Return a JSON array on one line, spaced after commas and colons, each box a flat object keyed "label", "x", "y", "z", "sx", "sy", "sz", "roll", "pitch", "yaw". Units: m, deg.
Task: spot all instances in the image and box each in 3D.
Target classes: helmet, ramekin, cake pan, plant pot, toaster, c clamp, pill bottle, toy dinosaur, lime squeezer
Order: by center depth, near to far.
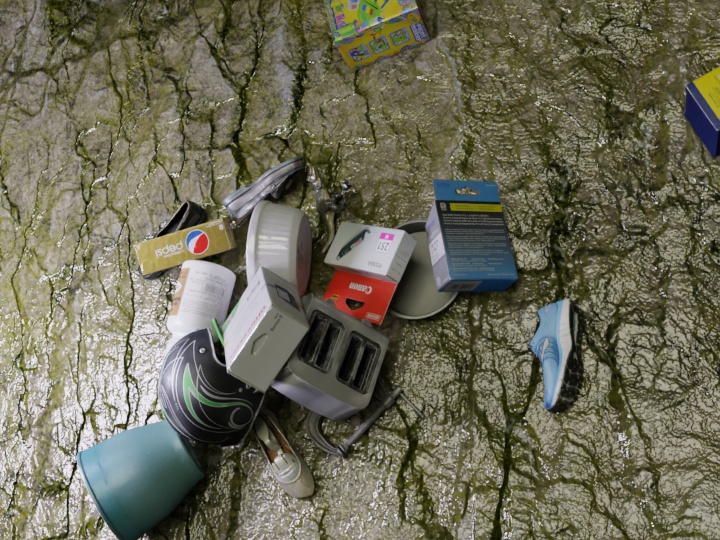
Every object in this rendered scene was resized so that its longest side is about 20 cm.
[{"label": "toaster", "x": -0.065, "y": 0.163, "z": 1.600, "sx": 0.179, "sy": 0.118, "sz": 0.202, "roll": 30, "pitch": 60, "yaw": -15}, {"label": "helmet", "x": -0.283, "y": 0.216, "z": 1.634, "sx": 0.188, "sy": 0.200, "sz": 0.203, "roll": 23, "pitch": 77, "yaw": -15}, {"label": "c clamp", "x": -0.004, "y": 0.274, "z": 1.652, "sx": 0.200, "sy": 0.027, "sz": 0.171, "roll": -41, "pitch": 63, "yaw": 1}, {"label": "plant pot", "x": -0.406, "y": 0.384, "z": 1.674, "sx": 0.186, "sy": 0.201, "sz": 0.201, "roll": -31, "pitch": 63, "yaw": -11}, {"label": "cake pan", "x": 0.112, "y": 0.001, "z": 1.702, "sx": 0.197, "sy": 0.037, "sz": 0.204, "roll": -7, "pitch": 69, "yaw": 18}, {"label": "ramekin", "x": -0.155, "y": -0.035, "z": 1.729, "sx": 0.092, "sy": 0.203, "sz": 0.206, "roll": 2, "pitch": 71, "yaw": 7}, {"label": "lime squeezer", "x": -0.227, "y": 0.179, "z": 1.738, "sx": 0.199, "sy": 0.038, "sz": 0.071, "roll": 35, "pitch": 124, "yaw": 4}, {"label": "pill bottle", "x": -0.330, "y": 0.091, "z": 1.784, "sx": 0.113, "sy": 0.114, "sz": 0.203, "roll": 6, "pitch": 73, "yaw": 21}, {"label": "toy dinosaur", "x": -0.060, "y": -0.137, "z": 1.804, "sx": 0.087, "sy": 0.047, "sz": 0.203, "roll": -29, "pitch": 57, "yaw": 28}]

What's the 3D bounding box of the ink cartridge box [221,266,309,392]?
[{"label": "ink cartridge box", "x": -0.173, "y": 0.101, "z": 1.567, "sx": 0.146, "sy": 0.087, "sz": 0.200, "roll": -55, "pitch": 18, "yaw": 9}]

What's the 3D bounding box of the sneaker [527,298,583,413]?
[{"label": "sneaker", "x": 0.342, "y": 0.153, "z": 1.560, "sx": 0.089, "sy": 0.078, "sz": 0.203, "roll": -7, "pitch": 64, "yaw": 37}]

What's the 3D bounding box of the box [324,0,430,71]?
[{"label": "box", "x": 0.028, "y": -0.572, "z": 1.891, "sx": 0.190, "sy": 0.122, "sz": 0.203, "roll": -18, "pitch": 65, "yaw": 13}]

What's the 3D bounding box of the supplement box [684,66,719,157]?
[{"label": "supplement box", "x": 0.695, "y": -0.313, "z": 1.568, "sx": 0.198, "sy": 0.109, "sz": 0.111, "roll": -28, "pitch": 64, "yaw": 7}]

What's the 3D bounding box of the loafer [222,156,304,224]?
[{"label": "loafer", "x": -0.195, "y": -0.167, "z": 1.857, "sx": 0.198, "sy": 0.072, "sz": 0.064, "roll": -29, "pitch": 86, "yaw": 15}]

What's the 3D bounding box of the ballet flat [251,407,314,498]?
[{"label": "ballet flat", "x": -0.158, "y": 0.346, "z": 1.661, "sx": 0.067, "sy": 0.062, "sz": 0.201, "roll": -39, "pitch": 64, "yaw": 3}]

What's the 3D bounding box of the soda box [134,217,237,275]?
[{"label": "soda box", "x": -0.364, "y": -0.050, "z": 1.837, "sx": 0.197, "sy": 0.064, "sz": 0.069, "roll": -16, "pitch": 93, "yaw": 6}]

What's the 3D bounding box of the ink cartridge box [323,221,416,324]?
[{"label": "ink cartridge box", "x": 0.000, "y": 0.000, "z": 1.695, "sx": 0.199, "sy": 0.043, "sz": 0.176, "roll": 12, "pitch": 73, "yaw": 51}]

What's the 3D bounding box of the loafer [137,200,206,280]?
[{"label": "loafer", "x": -0.420, "y": -0.071, "z": 1.902, "sx": 0.072, "sy": 0.063, "sz": 0.201, "roll": 38, "pitch": 87, "yaw": 28}]

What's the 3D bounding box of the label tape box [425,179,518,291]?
[{"label": "label tape box", "x": 0.201, "y": -0.064, "z": 1.642, "sx": 0.142, "sy": 0.063, "sz": 0.203, "roll": 1, "pitch": 66, "yaw": -21}]
